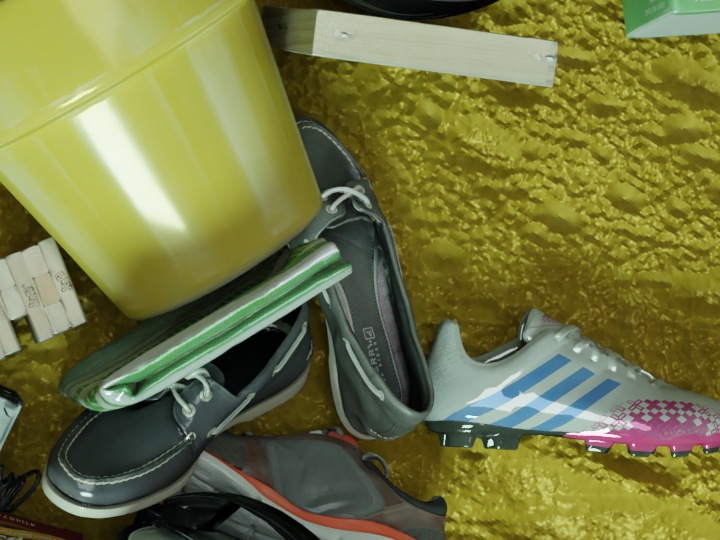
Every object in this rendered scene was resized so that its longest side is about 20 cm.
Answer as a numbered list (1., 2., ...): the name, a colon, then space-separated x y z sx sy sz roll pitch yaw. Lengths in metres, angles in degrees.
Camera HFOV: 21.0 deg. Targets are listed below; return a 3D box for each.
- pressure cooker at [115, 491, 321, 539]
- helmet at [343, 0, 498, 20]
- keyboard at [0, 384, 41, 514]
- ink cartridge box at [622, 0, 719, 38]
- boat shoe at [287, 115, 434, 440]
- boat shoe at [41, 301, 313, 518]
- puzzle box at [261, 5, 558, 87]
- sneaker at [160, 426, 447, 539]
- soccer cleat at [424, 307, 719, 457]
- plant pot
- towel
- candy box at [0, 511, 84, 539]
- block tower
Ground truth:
1. pressure cooker: -0.078 0.223 1.052 0.175 0.179 0.201 22 97 -4
2. helmet: 0.028 -0.243 1.111 0.190 0.200 0.201 -12 89 -10
3. keyboard: -0.254 0.145 1.093 0.104 0.040 0.201 26 100 -14
4. ink cartridge box: 0.233 -0.254 1.205 0.145 0.087 0.201 -5 86 -12
5. boat shoe: 0.000 0.000 1.143 0.067 0.057 0.201 -14 86 -34
6. boat shoe: -0.099 0.066 1.083 0.073 0.063 0.200 36 43 22
7. puzzle box: 0.022 -0.128 1.094 0.132 0.200 0.026 6 97 -12
8. sneaker: -0.040 0.127 1.144 0.199 0.077 0.082 27 51 -4
9. soccer cleat: 0.134 0.067 1.172 0.199 0.070 0.087 4 86 -12
10. plant pot: -0.122 -0.084 1.068 0.200 0.201 0.189 -32 103 -12
11. towel: -0.091 0.028 1.060 0.152 0.200 0.023 -33 98 -12
12. candy box: -0.236 0.227 1.065 0.115 0.055 0.201 19 100 -10
13. block tower: -0.257 0.046 1.098 0.199 0.054 0.058 -22 91 -12
